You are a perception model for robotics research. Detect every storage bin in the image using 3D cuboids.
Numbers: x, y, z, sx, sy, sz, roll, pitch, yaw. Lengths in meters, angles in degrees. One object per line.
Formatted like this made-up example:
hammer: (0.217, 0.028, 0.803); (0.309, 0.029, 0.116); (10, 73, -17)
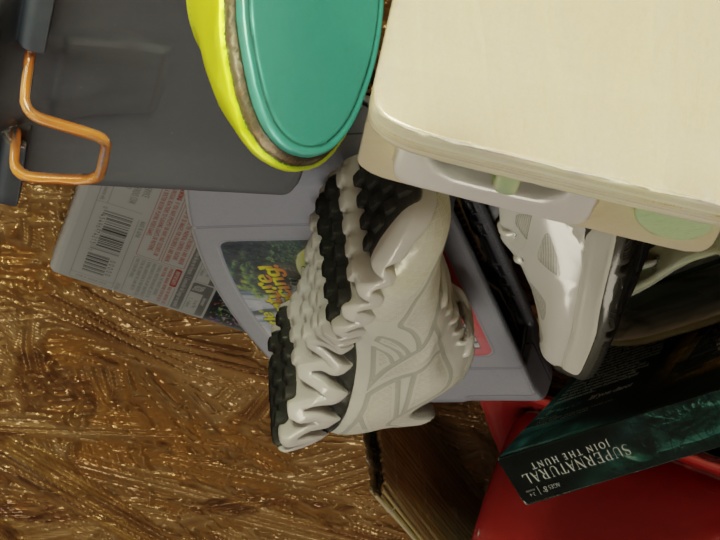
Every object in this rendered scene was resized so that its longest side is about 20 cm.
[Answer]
storage bin: (-0.073, -0.100, 0.868); (0.134, 0.146, 0.200); (7, 149, -10)

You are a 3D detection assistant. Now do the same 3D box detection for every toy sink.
toy sink: (0.075, -0.084, 0.768); (0.130, 0.200, 0.112); (13, 148, -1)

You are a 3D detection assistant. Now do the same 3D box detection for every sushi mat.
sushi mat: (0.045, 0.128, 1.211); (0.012, 0.096, 0.200); (-21, 138, 15)

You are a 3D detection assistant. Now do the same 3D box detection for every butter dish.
butter dish: (0.132, 0.175, 1.167); (0.200, 0.148, 0.200); (20, 152, 31)

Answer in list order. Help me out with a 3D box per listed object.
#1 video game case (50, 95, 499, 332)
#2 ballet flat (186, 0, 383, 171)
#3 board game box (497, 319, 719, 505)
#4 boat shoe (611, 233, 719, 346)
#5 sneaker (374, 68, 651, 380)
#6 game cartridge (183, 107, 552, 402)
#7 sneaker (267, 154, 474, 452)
video game case: (-0.040, -0.027, 1.066); (0.182, 0.023, 0.200); (18, 147, -8)
ballet flat: (-0.030, -0.128, 0.754); (0.067, 0.200, 0.067); (8, 169, -38)
board game box: (0.168, 0.035, 0.987); (0.200, 0.135, 0.028); (-22, 103, 44)
boat shoe: (0.177, -0.015, 0.969); (0.072, 0.062, 0.200); (33, 143, -29)
sneaker: (0.064, -0.051, 0.930); (0.115, 0.076, 0.201); (14, 127, 14)
game cartridge: (0.000, 0.000, 1.041); (0.133, 0.041, 0.200); (2, 146, 24)
sneaker: (0.014, 0.013, 0.971); (0.081, 0.075, 0.200); (4, 151, -12)
